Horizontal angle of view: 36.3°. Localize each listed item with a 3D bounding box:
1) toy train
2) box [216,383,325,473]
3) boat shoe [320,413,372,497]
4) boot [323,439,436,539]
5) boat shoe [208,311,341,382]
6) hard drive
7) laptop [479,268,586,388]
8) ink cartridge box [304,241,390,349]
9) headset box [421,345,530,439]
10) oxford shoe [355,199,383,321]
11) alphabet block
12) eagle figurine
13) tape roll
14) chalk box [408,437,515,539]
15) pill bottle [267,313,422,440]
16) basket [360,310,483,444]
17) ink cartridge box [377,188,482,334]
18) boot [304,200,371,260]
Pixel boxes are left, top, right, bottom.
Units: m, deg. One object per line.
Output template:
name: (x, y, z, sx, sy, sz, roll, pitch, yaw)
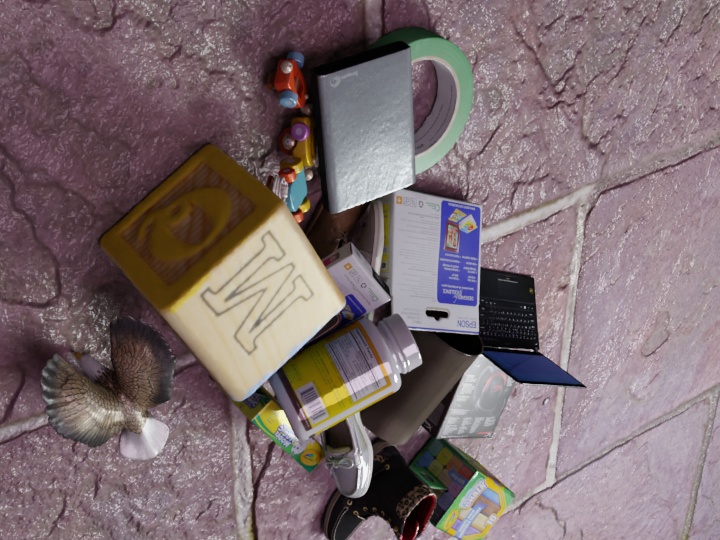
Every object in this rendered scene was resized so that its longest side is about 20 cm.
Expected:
toy train: (-0.099, -0.164, 1.390, 0.150, 0.055, 0.203, 52, 42, -64)
box: (-0.134, 0.205, 1.582, 0.048, 0.117, 0.201, -44, 135, -8)
boat shoe: (-0.031, 0.231, 1.575, 0.064, 0.073, 0.206, -18, 105, -53)
boot: (0.032, 0.400, 1.821, 0.073, 0.150, 0.201, 31, 95, -46)
boat shoe: (-0.113, 0.094, 1.456, 0.197, 0.071, 0.071, -22, 136, 11)
hard drive: (0.006, -0.188, 1.443, 0.138, 0.033, 0.203, -22, 128, -23)
laptop: (0.271, 0.094, 1.793, 0.175, 0.102, 0.204, 9, 74, -43)
ink cartridge box: (-0.065, 0.050, 1.494, 0.198, 0.037, 0.095, -32, 122, 15)
headset box: (0.193, 0.182, 1.871, 0.147, 0.075, 0.203, 5, 113, -42)
oxford shoe: (0.000, 0.000, 1.545, 0.057, 0.075, 0.204, 9, 97, 1)
alphabet block: (-0.170, 0.003, 1.371, 0.196, 0.195, 0.201, -43, 137, -11)
eagle figurine: (-0.311, 0.149, 1.379, 0.148, 0.200, 0.154, 11, 74, -4)
tape roll: (0.067, -0.232, 1.521, 0.198, 0.048, 0.203, -21, 129, -29)
chalk box: (0.158, 0.382, 1.935, 0.124, 0.124, 0.200, -51, 138, 0)
pill bottle: (-0.020, 0.138, 1.482, 0.198, 0.110, 0.110, -27, 132, -7)
basket: (0.082, 0.159, 1.718, 0.135, 0.181, 0.201, 29, 109, -13)
ink cartridge box: (0.103, -0.011, 1.636, 0.196, 0.047, 0.204, 7, 84, -44)
boot: (-0.035, -0.049, 1.535, 0.201, 0.075, 0.074, -50, 134, -4)
